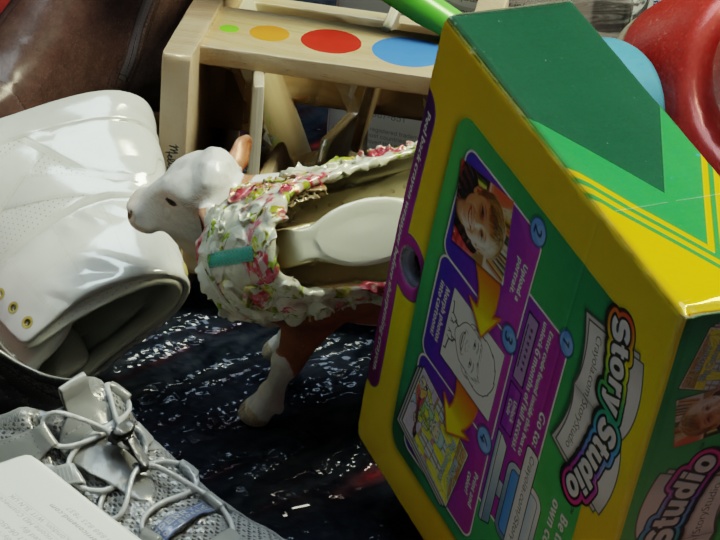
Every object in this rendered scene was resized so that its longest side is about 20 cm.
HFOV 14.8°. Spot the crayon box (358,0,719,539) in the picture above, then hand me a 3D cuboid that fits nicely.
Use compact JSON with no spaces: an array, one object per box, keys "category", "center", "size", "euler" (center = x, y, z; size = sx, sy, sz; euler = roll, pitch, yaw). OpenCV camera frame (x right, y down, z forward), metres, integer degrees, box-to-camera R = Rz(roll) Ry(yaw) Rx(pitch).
[{"category":"crayon box","center":[0.073,0.036,0.989],"size":[0.058,0.201,0.173],"euler":[-10,42,-26]}]

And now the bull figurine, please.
[{"category":"bull figurine","center":[0.000,0.000,1.153],"size":[0.199,0.122,0.065],"euler":[-2,44,-16]}]

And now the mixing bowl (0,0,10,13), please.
[{"category":"mixing bowl","center":[-0.219,-0.132,1.397],"size":[0.199,0.109,0.200],"euler":[4,26,-2]}]

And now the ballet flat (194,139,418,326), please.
[{"category":"ballet flat","center":[0.032,-0.020,1.084],"size":[0.199,0.076,0.064],"euler":[-18,3,-24]}]

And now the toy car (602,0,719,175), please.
[{"category":"toy car","center":[0.211,-0.072,1.204],"size":[0.184,0.200,0.177],"euler":[-11,71,-41]}]

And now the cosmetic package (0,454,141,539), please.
[{"category":"cosmetic package","center":[-0.169,0.143,0.883],"size":[0.200,0.102,0.071],"euler":[-19,36,-37]}]

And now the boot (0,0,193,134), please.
[{"category":"boot","center":[-0.146,-0.119,1.260],"size":[0.072,0.167,0.200],"euler":[23,8,38]}]

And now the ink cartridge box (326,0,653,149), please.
[{"category":"ink cartridge box","center":[0.067,-0.133,1.345],"size":[0.145,0.201,0.084],"euler":[11,28,13]}]

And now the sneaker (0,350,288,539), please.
[{"category":"sneaker","center":[-0.101,0.081,1.032],"size":[0.199,0.082,0.075],"euler":[21,31,29]}]

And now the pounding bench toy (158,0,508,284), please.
[{"category":"pounding bench toy","center":[-0.001,-0.088,1.247],"size":[0.155,0.201,0.124],"euler":[8,27,7]}]

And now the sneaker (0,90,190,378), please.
[{"category":"sneaker","center":[-0.171,0.006,1.174],"size":[0.199,0.074,0.116],"euler":[-20,58,3]}]
